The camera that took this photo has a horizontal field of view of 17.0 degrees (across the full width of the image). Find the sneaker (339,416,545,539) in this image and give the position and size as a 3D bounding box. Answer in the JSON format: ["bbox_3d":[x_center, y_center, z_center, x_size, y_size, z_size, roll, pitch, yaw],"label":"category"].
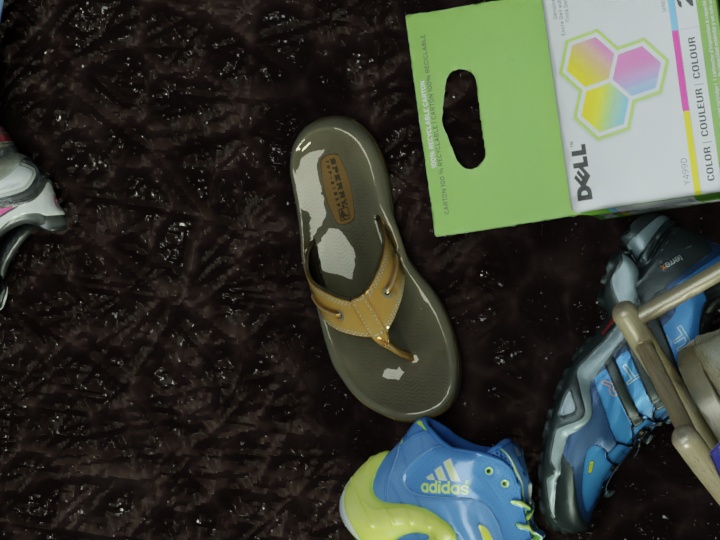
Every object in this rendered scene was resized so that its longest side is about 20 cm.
[{"bbox_3d":[0.083,0.165,1.444,0.200,0.076,0.105,38,105,14],"label":"sneaker"}]

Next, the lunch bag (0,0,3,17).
[{"bbox_3d":[-0.316,-0.128,1.532,0.160,0.076,0.200,8,75,34],"label":"lunch bag"}]

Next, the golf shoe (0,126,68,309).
[{"bbox_3d":[-0.278,0.003,1.554,0.200,0.073,0.092,-45,80,11],"label":"golf shoe"}]

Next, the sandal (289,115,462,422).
[{"bbox_3d":[0.000,0.000,1.482,0.080,0.054,0.200,-19,85,15],"label":"sandal"}]

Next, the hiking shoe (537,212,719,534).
[{"bbox_3d":[0.167,0.069,1.423,0.087,0.074,0.200,21,96,16],"label":"hiking shoe"}]

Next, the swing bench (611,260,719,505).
[{"bbox_3d":[0.281,0.071,1.343,0.199,0.200,0.130,-30,38,9],"label":"swing bench"}]

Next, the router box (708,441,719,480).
[{"bbox_3d":[0.312,0.072,1.237,0.179,0.049,0.200,25,118,-29],"label":"router box"}]

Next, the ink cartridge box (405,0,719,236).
[{"bbox_3d":[0.124,-0.103,1.435,0.200,0.076,0.148,-9,87,15],"label":"ink cartridge box"}]
